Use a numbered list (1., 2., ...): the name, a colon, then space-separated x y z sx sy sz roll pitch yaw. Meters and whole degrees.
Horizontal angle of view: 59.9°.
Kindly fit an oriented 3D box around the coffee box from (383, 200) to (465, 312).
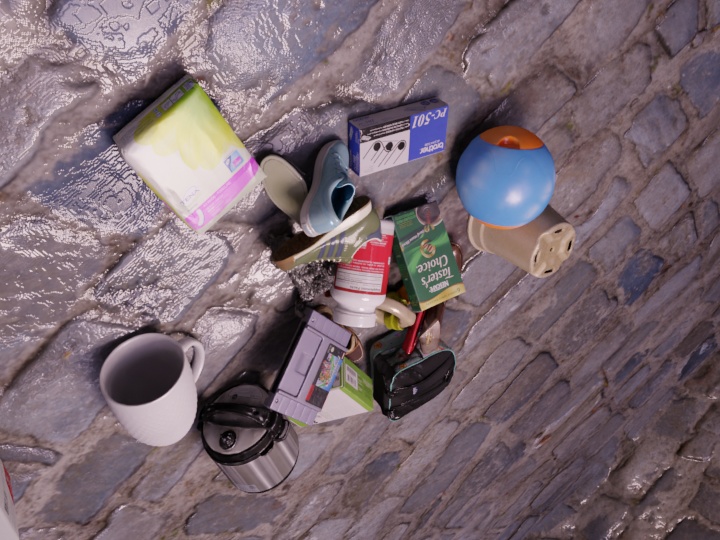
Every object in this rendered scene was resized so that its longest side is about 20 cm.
1. coffee box: 0.134 -0.030 1.287 0.121 0.044 0.205 -18 92 -25

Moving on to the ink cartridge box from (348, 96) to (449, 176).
1. ink cartridge box: 0.071 -0.250 1.160 0.196 0.044 0.096 -21 132 -25

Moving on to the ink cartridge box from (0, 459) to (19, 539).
1. ink cartridge box: -0.645 0.342 0.974 0.142 0.145 0.204 -18 129 -24

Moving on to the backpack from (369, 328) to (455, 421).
1. backpack: 0.120 0.230 1.464 0.196 0.154 0.179 -19 130 -18

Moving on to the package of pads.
1. package of pads: -0.258 -0.170 0.954 0.154 0.068 0.201 -42 135 -6

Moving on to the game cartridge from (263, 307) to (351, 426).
1. game cartridge: -0.098 0.192 1.227 0.129 0.038 0.204 33 75 -38

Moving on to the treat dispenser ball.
1. treat dispenser ball: 0.291 -0.186 1.257 0.197 0.201 0.205 -19 131 -24

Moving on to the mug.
1. mug: -0.349 0.207 1.118 0.201 0.145 0.178 -53 155 -37

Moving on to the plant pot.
1. plant pot: 0.372 -0.089 1.403 0.197 0.184 0.204 -19 130 -24

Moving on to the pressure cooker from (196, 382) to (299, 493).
1. pressure cooker: -0.224 0.330 1.260 0.174 0.179 0.202 -31 135 -10

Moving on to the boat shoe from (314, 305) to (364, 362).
1. boat shoe: -0.040 0.154 1.347 0.072 0.072 0.201 -40 136 -5

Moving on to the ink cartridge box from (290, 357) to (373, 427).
1. ink cartridge box: -0.089 0.277 1.406 0.196 0.077 0.148 -18 142 21

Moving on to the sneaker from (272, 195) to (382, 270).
1. sneaker: -0.048 -0.039 1.083 0.198 0.067 0.091 -32 121 3

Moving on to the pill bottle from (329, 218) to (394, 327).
1. pill bottle: 0.000 0.000 1.193 0.110 0.111 0.206 4 96 -38

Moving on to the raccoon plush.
1. raccoon plush: -0.128 0.017 1.174 0.131 0.097 0.204 4 118 -29

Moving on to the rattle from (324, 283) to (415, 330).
1. rattle: 0.035 0.033 1.328 0.197 0.130 0.145 28 85 -14

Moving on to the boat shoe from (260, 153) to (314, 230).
1. boat shoe: -0.103 -0.136 1.095 0.073 0.067 0.199 -25 126 28

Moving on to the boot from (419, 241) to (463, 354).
1. boot: 0.172 0.060 1.362 0.201 0.063 0.190 -62 164 -55

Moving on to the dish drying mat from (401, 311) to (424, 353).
1. dish drying mat: 0.131 0.079 1.356 0.018 0.077 0.205 17 88 -4

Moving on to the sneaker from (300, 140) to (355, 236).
1. sneaker: -0.036 -0.144 1.059 0.074 0.080 0.204 47 45 -44
